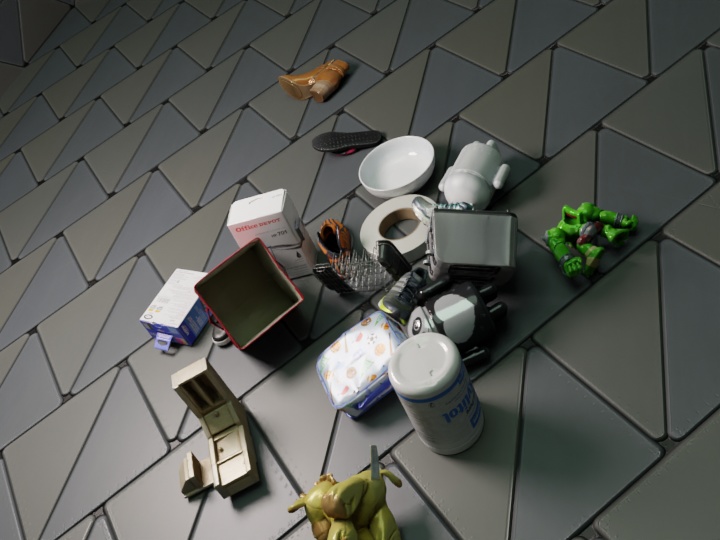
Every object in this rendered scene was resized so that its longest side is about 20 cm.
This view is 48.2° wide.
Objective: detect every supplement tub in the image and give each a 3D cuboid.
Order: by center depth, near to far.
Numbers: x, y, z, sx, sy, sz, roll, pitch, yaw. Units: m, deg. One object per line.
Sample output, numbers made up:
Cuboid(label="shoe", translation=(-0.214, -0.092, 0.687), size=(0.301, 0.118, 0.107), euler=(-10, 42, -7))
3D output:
Cuboid(label="supplement tub", translation=(0.136, 0.219, 1.425), size=(0.130, 0.201, 0.133), euler=(-15, 43, 14))

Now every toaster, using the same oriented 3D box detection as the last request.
Cuboid(label="toaster", translation=(0.227, -0.047, 1.619), size=(0.196, 0.181, 0.121), euler=(3, 77, 0))

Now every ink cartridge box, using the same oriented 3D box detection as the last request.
Cuboid(label="ink cartridge box", translation=(-0.205, -0.076, 1.898), size=(0.144, 0.201, 0.087), euler=(-13, 42, 16))
Cuboid(label="ink cartridge box", translation=(-0.436, 0.099, 1.942), size=(0.135, 0.077, 0.201), euler=(7, 51, 33))

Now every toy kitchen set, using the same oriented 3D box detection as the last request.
Cuboid(label="toy kitchen set", translation=(-0.320, 0.327, 1.573), size=(0.162, 0.182, 0.201), euler=(-28, 37, 1))

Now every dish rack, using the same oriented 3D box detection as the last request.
Cuboid(label="dish rack", translation=(0.000, 0.000, 1.759), size=(0.197, 0.153, 0.055), euler=(-7, 61, 23))

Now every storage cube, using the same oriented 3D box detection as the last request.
Cuboid(label="storage cube", translation=(-0.250, 0.055, 1.764), size=(0.199, 0.172, 0.180), euler=(-39, 3, -11))

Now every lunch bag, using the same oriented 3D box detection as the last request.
Cuboid(label="lunch bag", translation=(0.010, 0.191, 1.589), size=(0.200, 0.075, 0.161), euler=(-41, 45, 10))

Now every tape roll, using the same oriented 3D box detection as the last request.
Cuboid(label="tape roll", translation=(0.096, -0.096, 1.884), size=(0.200, 0.037, 0.205), euler=(-15, 42, 14))

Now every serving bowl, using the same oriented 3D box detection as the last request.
Cuboid(label="serving bowl", translation=(0.098, -0.246, 2.009), size=(0.197, 0.066, 0.202), euler=(-14, 43, 14))

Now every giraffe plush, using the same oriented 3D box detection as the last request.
Cuboid(label="giraffe plush", translation=(-0.036, 0.412, 1.379), size=(0.161, 0.172, 0.203), euler=(-21, 48, 39))

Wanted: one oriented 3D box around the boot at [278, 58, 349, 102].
Cuboid(label="boot", translation=(-0.143, -0.602, 2.480), size=(0.198, 0.077, 0.156), euler=(18, 60, 36))

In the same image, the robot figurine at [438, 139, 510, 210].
Cuboid(label="robot figurine", translation=(0.262, -0.212, 1.853), size=(0.168, 0.113, 0.201), euler=(-2, 46, 40))

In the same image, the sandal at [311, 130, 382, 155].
Cuboid(label="sandal", translation=(-0.037, -0.344, 2.203), size=(0.196, 0.045, 0.076), euler=(-3, 51, 5))

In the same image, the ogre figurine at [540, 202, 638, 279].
Cuboid(label="ogre figurine", translation=(0.457, -0.073, 1.627), size=(0.200, 0.098, 0.120), euler=(-46, 55, -4))

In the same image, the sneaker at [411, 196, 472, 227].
Cuboid(label="sneaker", translation=(0.205, -0.121, 1.771), size=(0.199, 0.087, 0.077), euler=(34, 26, 20))

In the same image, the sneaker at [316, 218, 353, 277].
Cuboid(label="sneaker", translation=(-0.063, -0.083, 1.896), size=(0.077, 0.113, 0.201), euler=(-26, 42, 1))

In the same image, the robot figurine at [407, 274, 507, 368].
Cuboid(label="robot figurine", translation=(0.188, 0.099, 1.572), size=(0.198, 0.126, 0.151), euler=(-27, 35, 2))

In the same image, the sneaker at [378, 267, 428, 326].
Cuboid(label="sneaker", translation=(0.092, 0.046, 1.648), size=(0.081, 0.073, 0.200), euler=(-56, 1, 23))

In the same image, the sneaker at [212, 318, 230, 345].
Cuboid(label="sneaker", translation=(-0.313, 0.066, 1.882), size=(0.072, 0.113, 0.202), euler=(1, 49, 29))
